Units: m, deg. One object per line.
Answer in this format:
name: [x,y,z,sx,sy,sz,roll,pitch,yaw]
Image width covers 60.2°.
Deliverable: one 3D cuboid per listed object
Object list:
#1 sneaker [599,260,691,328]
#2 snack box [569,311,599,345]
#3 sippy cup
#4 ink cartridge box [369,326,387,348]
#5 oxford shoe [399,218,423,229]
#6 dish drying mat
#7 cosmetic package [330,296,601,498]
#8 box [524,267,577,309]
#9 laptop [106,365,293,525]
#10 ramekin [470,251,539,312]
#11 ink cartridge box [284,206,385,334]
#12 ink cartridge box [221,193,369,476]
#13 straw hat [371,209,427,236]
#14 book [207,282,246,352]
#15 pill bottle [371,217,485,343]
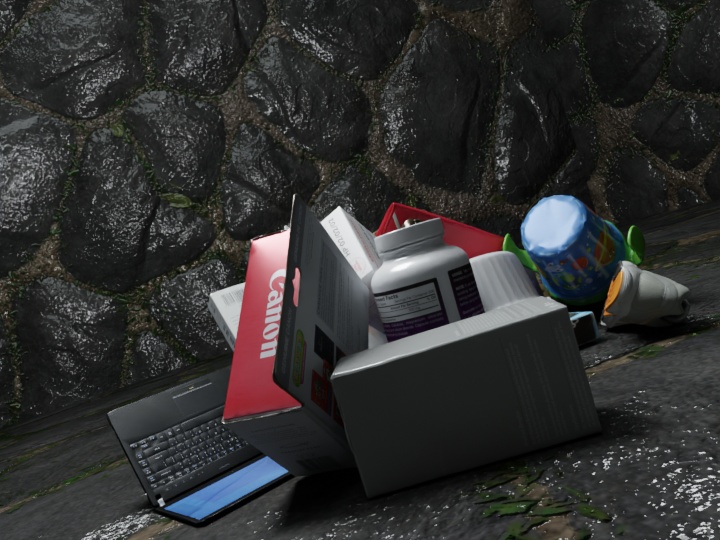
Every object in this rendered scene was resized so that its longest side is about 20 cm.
sneaker: [0.352,0.044,0.770,0.091,0.077,0.200,17,0,21]
snack box: [0.192,0.101,0.807,0.197,0.038,0.116,-18,-2,-13]
sippy cup: [0.298,-0.037,0.889,0.177,0.141,0.130,-36,-45,22]
ink cartridge box: [-0.031,0.049,0.847,0.050,0.163,0.199,-42,-28,19]
oxford shoe: [0.079,-0.021,0.818,0.072,0.085,0.200,-37,15,1]
dish drying mat: [0.121,-0.042,0.940,0.197,0.078,0.018,16,25,-20]
cosmetic package: [0.083,0.102,0.520,0.197,0.108,0.090,-15,2,7]
box: [0.311,0.020,1.037,0.197,0.108,0.122,-17,-9,16]
laptop: [-0.152,0.175,0.682,0.176,0.200,0.104,-16,-37,-39]
ramekin: [0.162,0.053,0.904,0.198,0.099,0.201,-19,-16,-6]
ink cartridge box: [0.000,0.000,0.799,0.068,0.116,0.199,-38,-37,14]
ink cartridge box: [-0.061,0.061,0.588,0.083,0.202,0.176,-14,-41,19]
straw hat: [0.056,-0.011,1.017,0.199,0.086,0.201,-31,-9,-5]
book: [-0.072,0.088,0.714,0.132,0.201,0.048,-18,-33,-32]
pill bottle: [0.079,0.051,0.675,0.111,0.203,0.112,-16,0,0]
